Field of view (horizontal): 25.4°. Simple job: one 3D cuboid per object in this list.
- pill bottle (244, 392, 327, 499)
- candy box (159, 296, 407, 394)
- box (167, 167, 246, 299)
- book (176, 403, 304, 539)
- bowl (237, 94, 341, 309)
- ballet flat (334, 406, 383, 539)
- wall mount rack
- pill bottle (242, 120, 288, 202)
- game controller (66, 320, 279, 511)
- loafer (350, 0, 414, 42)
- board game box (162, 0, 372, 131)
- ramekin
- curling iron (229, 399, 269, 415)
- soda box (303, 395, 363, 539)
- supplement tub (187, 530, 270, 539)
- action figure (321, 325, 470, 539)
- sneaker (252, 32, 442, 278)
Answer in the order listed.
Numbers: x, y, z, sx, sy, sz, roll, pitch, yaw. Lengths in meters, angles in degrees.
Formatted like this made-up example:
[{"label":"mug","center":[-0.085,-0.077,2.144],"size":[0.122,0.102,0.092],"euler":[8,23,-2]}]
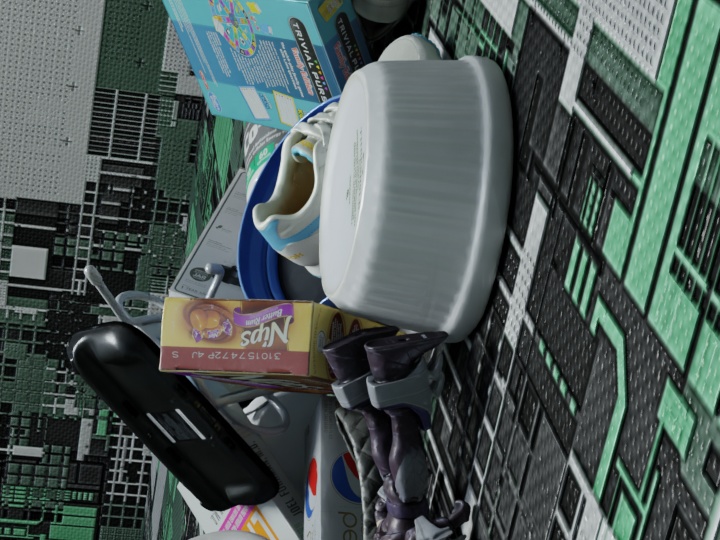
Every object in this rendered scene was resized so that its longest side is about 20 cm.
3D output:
[{"label":"pill bottle","center":[-0.081,0.170,1.472],"size":[0.200,0.113,0.114],"euler":[151,125,-67]},{"label":"candy box","center":[-0.050,0.059,1.175],"size":[0.200,0.116,0.057],"euler":[20,-107,-69]},{"label":"box","center":[-0.100,-0.004,1.535],"size":[0.200,0.116,0.060],"euler":[-67,-6,-48]},{"label":"book","center":[-0.075,0.226,1.354],"size":[0.200,0.048,0.134],"euler":[54,145,20]},{"label":"bowl","center":[-0.025,-0.047,1.309],"size":[0.200,0.039,0.201],"euler":[-30,47,39]},{"label":"ballet flat","center":[0.006,0.192,1.167],"size":[0.067,0.057,0.201],"euler":[81,-170,-62]},{"label":"wall mount rack","center":[-0.138,0.053,1.305],"size":[0.200,0.174,0.075],"euler":[38,115,27]},{"label":"pill bottle","center":[-0.056,-0.125,1.532],"size":[0.200,0.113,0.113],"euler":[-98,18,-49]},{"label":"game controller","center":[-0.149,0.117,1.271],"size":[0.104,0.200,0.042],"euler":[-19,30,43]},{"label":"loafer","center":[0.023,-0.242,1.330],"size":[0.200,0.070,0.070],"euler":[122,149,-82]},{"label":"board game box","center":[-0.077,-0.196,1.410],"size":[0.200,0.047,0.151],"euler":[17,141,41]},{"label":"ramekin","center":[0.032,-0.053,1.099],"size":[0.202,0.094,0.203],"euler":[-174,90,-79]},{"label":"curling iron","center":[-0.061,0.077,1.437],"size":[0.049,0.026,0.200],"euler":[-22,13,38]},{"label":"soda box","center":[-0.008,0.201,1.238],"size":[0.068,0.063,0.201],"euler":[114,159,-56]},{"label":"supplement tub","center":[-0.094,0.319,1.265],"size":[0.132,0.131,0.201],"euler":[-106,0,-62]},{"label":"action figure","center":[0.031,0.140,1.059],"size":[0.130,0.069,0.201],"euler":[-164,63,-68]},{"label":"sneaker","center":[-0.005,-0.096,1.209],"size":[0.076,0.081,0.200],"euler":[25,84,51]}]
